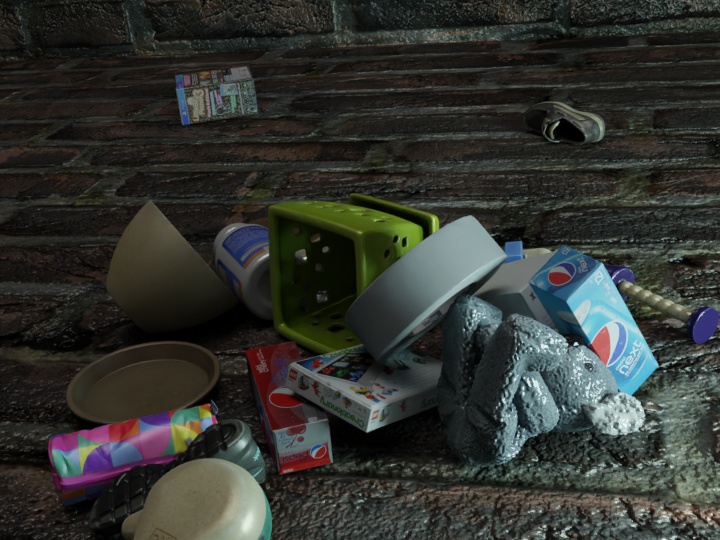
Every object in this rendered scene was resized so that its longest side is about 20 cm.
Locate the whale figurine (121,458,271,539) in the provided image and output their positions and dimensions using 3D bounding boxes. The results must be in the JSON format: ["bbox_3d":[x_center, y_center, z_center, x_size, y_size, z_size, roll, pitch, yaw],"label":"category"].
[{"bbox_3d":[-0.167,0.282,0.929,0.159,0.104,0.200,13,55,33],"label":"whale figurine"}]

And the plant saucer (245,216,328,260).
[{"bbox_3d":[-0.142,-0.055,1.690,0.200,0.029,0.200,-4,26,2],"label":"plant saucer"}]

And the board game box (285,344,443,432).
[{"bbox_3d":[0.023,0.133,1.164,0.126,0.035,0.200,24,20,34],"label":"board game box"}]

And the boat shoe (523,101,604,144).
[{"bbox_3d":[0.425,-0.316,2.068,0.073,0.075,0.200,-26,30,-37],"label":"boat shoe"}]

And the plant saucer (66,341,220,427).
[{"bbox_3d":[-0.281,0.153,1.260,0.200,0.029,0.200,-5,24,2],"label":"plant saucer"}]

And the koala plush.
[{"bbox_3d":[0.205,0.136,1.098,0.200,0.184,0.177,7,7,-23],"label":"koala plush"}]

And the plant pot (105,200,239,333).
[{"bbox_3d":[-0.294,0.015,1.422,0.134,0.200,0.200,-42,34,-7],"label":"plant pot"}]

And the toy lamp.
[{"bbox_3d":[0.402,0.040,1.340,0.058,0.058,0.200,-19,31,-26],"label":"toy lamp"}]

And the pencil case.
[{"bbox_3d":[-0.250,0.207,1.093,0.200,0.088,0.088,-12,26,-8],"label":"pencil case"}]

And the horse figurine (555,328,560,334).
[{"bbox_3d":[0.251,0.094,1.265,0.200,0.050,0.133,-1,18,17],"label":"horse figurine"}]

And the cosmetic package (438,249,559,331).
[{"bbox_3d":[0.191,0.041,1.253,0.102,0.074,0.200,-39,12,-27],"label":"cosmetic package"}]

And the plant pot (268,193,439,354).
[{"bbox_3d":[0.000,0.000,1.359,0.181,0.199,0.200,-19,27,-40],"label":"plant pot"}]

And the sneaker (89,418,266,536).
[{"bbox_3d":[-0.194,0.240,1.034,0.200,0.079,0.075,-27,31,2],"label":"sneaker"}]

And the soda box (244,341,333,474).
[{"bbox_3d":[-0.091,0.163,1.176,0.070,0.063,0.200,-10,25,-11],"label":"soda box"}]

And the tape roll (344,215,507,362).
[{"bbox_3d":[0.078,0.023,1.148,0.200,0.200,0.066,-30,76,-41],"label":"tape roll"}]

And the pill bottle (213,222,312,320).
[{"bbox_3d":[-0.160,-0.008,1.494,0.112,0.112,0.200,-16,25,-20],"label":"pill bottle"}]

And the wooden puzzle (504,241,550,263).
[{"bbox_3d":[0.199,0.004,1.470,0.200,0.046,0.185,-1,25,10],"label":"wooden puzzle"}]

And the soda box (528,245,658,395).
[{"bbox_3d":[0.278,0.064,1.140,0.064,0.200,0.068,-46,37,-9],"label":"soda box"}]

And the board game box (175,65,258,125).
[{"bbox_3d":[-0.378,-0.461,2.521,0.200,0.097,0.159,-9,25,-7],"label":"board game box"}]
